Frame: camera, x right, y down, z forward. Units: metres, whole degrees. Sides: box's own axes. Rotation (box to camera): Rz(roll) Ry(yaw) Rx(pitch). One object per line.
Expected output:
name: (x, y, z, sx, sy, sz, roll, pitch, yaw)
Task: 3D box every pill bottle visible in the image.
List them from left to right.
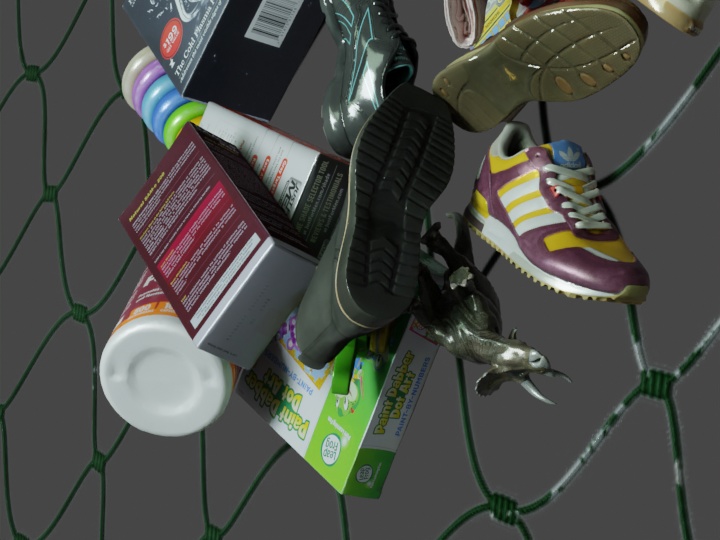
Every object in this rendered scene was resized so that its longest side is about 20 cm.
pill bottle: (-0.148, 0.045, 1.623, 0.114, 0.114, 0.200, -55, 9, 28)

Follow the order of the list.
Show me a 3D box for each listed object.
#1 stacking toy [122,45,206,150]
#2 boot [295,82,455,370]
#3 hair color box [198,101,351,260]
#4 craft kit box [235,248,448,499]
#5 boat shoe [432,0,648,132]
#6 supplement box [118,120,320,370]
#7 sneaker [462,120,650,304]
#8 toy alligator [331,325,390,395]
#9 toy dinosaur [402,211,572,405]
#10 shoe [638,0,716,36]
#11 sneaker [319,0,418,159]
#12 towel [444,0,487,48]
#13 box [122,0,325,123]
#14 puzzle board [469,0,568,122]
stacking toy: (-0.159, -0.133, 1.788, 0.086, 0.085, 0.200, -57, 44, 26)
boot: (0.000, -0.032, 1.412, 0.138, 0.077, 0.201, -44, 23, 58)
hair color box: (-0.081, -0.071, 1.603, 0.200, 0.061, 0.102, 30, 99, 54)
craft kit box: (-0.014, 0.058, 1.560, 0.200, 0.048, 0.198, 36, 112, 52)
boat shoe: (0.136, -0.163, 1.370, 0.200, 0.072, 0.068, -18, 24, 51)
supplement box: (-0.117, -0.023, 1.518, 0.109, 0.061, 0.200, -52, 41, 14)
sneaker: (0.144, -0.044, 1.344, 0.200, 0.075, 0.090, 37, 114, 51)
toy alligator: (0.000, 0.000, 1.481, 0.054, 0.059, 0.201, 62, -144, -82)
toy dinosaur: (0.077, 0.029, 1.406, 0.077, 0.102, 0.200, -35, 31, 5)
shoe: (0.179, -0.239, 1.341, 0.200, 0.070, 0.054, 39, 112, 29)
sneaker: (0.015, -0.195, 1.586, 0.079, 0.075, 0.201, -10, 78, 38)
towel: (0.087, -0.302, 1.399, 0.192, 0.032, 0.201, 84, -166, -47)
box: (-0.115, -0.276, 1.746, 0.201, 0.104, 0.182, -61, 37, 21)
puzzle board: (0.145, -0.235, 1.452, 0.200, 0.017, 0.151, -49, 45, 33)
